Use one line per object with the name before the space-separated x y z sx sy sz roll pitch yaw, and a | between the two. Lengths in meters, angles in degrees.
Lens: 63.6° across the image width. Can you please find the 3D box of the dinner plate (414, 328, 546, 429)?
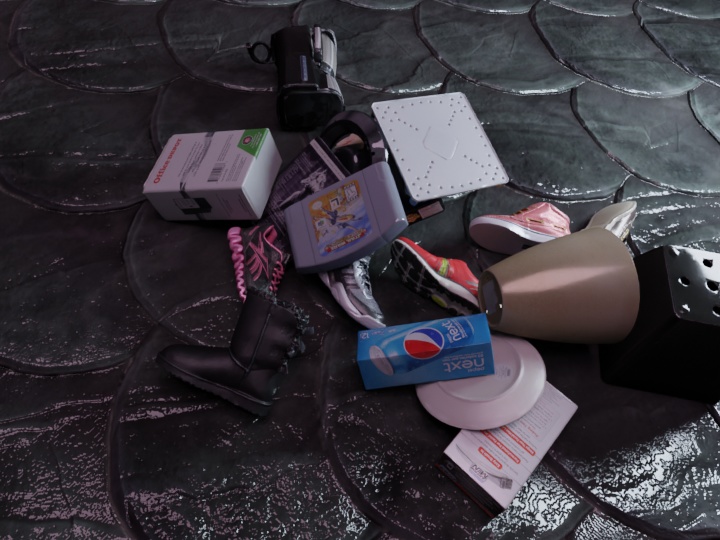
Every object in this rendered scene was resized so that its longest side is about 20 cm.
dinner plate | 0.178 0.152 0.882 0.197 0.024 0.201 -10 38 8

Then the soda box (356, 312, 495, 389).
soda box | 0.097 0.122 0.874 0.197 0.068 0.065 -10 37 8

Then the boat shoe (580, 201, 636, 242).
boat shoe | 0.470 -0.073 1.095 0.199 0.071 0.060 -35 107 -39

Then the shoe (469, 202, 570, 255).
shoe | 0.297 -0.081 1.077 0.197 0.072 0.092 14 54 -4

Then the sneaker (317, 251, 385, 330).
sneaker | 0.000 0.000 0.955 0.114 0.075 0.201 -44 62 9

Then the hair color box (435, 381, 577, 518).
hair color box | 0.216 0.243 0.854 0.111 0.064 0.200 39 59 19

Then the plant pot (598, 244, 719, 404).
plant pot | 0.514 0.073 0.934 0.197 0.178 0.202 11 57 1

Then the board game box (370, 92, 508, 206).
board game box | 0.136 -0.217 1.017 0.198 0.026 0.202 -14 70 -24

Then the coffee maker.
coffee maker | -0.134 -0.395 1.210 0.190 0.135 0.202 -14 55 12

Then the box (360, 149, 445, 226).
box | 0.056 -0.167 1.075 0.157 0.046 0.202 -21 57 15

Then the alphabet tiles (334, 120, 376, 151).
alphabet tiles | 0.043 -0.283 1.130 0.199 0.015 0.195 -39 24 -27

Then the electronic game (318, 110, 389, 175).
electronic game | -0.023 -0.182 1.035 0.041 0.201 0.201 -2 51 -43

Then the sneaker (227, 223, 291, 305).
sneaker | -0.156 0.002 0.952 0.094 0.079 0.202 -15 61 -5

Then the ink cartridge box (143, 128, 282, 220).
ink cartridge box | -0.257 -0.167 1.021 0.197 0.083 0.148 2 54 19

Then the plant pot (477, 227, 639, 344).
plant pot | 0.295 0.035 0.924 0.197 0.188 0.189 -6 57 -12

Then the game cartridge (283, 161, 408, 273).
game cartridge | -0.027 -0.078 0.937 0.198 0.042 0.135 -24 59 16

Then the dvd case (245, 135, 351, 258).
dvd case | -0.107 -0.121 1.018 0.200 0.016 0.149 -42 62 8

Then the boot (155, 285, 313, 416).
boot | -0.181 0.102 0.855 0.196 0.073 0.164 24 87 2

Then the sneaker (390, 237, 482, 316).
sneaker | 0.140 0.006 1.003 0.199 0.077 0.085 37 54 5
